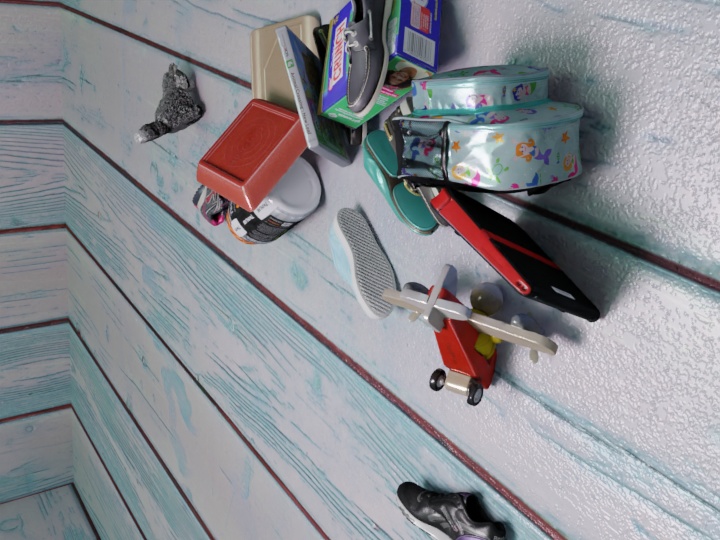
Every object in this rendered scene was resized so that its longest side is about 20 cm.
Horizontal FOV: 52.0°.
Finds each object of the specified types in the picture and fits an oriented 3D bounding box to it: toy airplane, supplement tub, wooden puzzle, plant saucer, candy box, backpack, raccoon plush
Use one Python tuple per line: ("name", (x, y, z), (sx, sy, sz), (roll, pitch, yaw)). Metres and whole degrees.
("toy airplane", (0.135, 0.061, 0.957), (0.200, 0.141, 0.199), (41, 152, -1))
("supplement tub", (-0.167, -0.124, 1.362), (0.199, 0.121, 0.124), (-30, 73, 53))
("wooden puzzle", (-0.133, -0.356, 1.344), (0.199, 0.037, 0.188), (10, 105, 49))
("plant saucer", (-0.186, -0.215, 1.282), (0.199, 0.037, 0.200), (29, 77, 43))
("candy box", (0.025, -0.320, 1.042), (0.199, 0.076, 0.171), (-24, 56, 55))
("backpack", (0.155, -0.158, 0.852), (0.199, 0.176, 0.152), (23, 121, 46))
("raccoon plush", (-0.440, -0.379, 1.645), (0.096, 0.200, 0.135), (-23, 99, 37))

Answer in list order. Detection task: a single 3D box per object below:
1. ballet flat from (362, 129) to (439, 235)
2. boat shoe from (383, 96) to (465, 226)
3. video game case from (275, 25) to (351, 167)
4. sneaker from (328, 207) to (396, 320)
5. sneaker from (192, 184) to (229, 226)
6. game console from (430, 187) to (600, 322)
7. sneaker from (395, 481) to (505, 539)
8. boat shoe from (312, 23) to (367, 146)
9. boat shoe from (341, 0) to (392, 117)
("ballet flat", (0.062, -0.120, 1.101), (0.071, 0.067, 0.201), (93, 152, -59))
("boat shoe", (0.088, -0.142, 1.024), (0.060, 0.071, 0.203), (-35, 61, 34))
("video game case", (-0.069, -0.263, 1.151), (0.022, 0.200, 0.184), (-17, 86, 13))
("sneaker", (0.000, 0.000, 1.205), (0.082, 0.073, 0.202), (121, 138, -53))
("sneaker", (-0.300, -0.176, 1.589), (0.075, 0.080, 0.200), (53, 146, 13))
("game console", (0.176, -0.014, 0.841), (0.031, 0.199, 0.177), (-49, 54, 19))
("sneaker", (0.138, 0.356, 1.094), (0.199, 0.075, 0.089), (30, 106, 44))
("boat shoe", (-0.032, -0.292, 1.171), (0.072, 0.060, 0.204), (141, 119, -76))
("boat shoe", (-0.004, -0.296, 0.943), (0.072, 0.062, 0.203), (-11, 69, 55))
